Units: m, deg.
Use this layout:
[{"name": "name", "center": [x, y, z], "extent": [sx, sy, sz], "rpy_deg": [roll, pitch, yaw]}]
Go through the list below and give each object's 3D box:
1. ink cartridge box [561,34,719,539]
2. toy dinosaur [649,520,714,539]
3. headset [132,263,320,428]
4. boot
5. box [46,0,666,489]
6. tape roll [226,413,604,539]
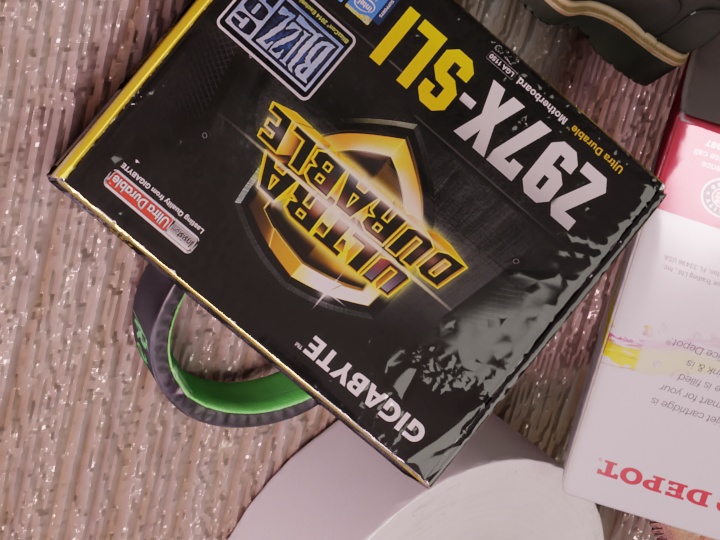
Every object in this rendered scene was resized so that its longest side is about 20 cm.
[{"name": "ink cartridge box", "center": [0.193, 0.013, 1.255], "extent": [0.145, 0.145, 0.200], "rpy_deg": [-65, 172, -65]}, {"name": "toy dinosaur", "center": [0.202, 0.127, 1.432], "extent": [0.200, 0.086, 0.136], "rpy_deg": [-1, 124, -36]}, {"name": "headset", "center": [0.000, 0.000, 1.151], "extent": [0.200, 0.094, 0.124], "rpy_deg": [-34, 136, -5]}, {"name": "boot", "center": [0.132, -0.162, 1.138], "extent": [0.138, 0.078, 0.200], "rpy_deg": [-31, 156, 21]}, {"name": "box", "center": [-0.001, -0.036, 1.081], "extent": [0.200, 0.049, 0.160], "rpy_deg": [41, 84, -11]}, {"name": "tape roll", "center": [0.022, 0.162, 1.297], "extent": [0.202, 0.071, 0.203], "rpy_deg": [-23, 129, -30]}]
